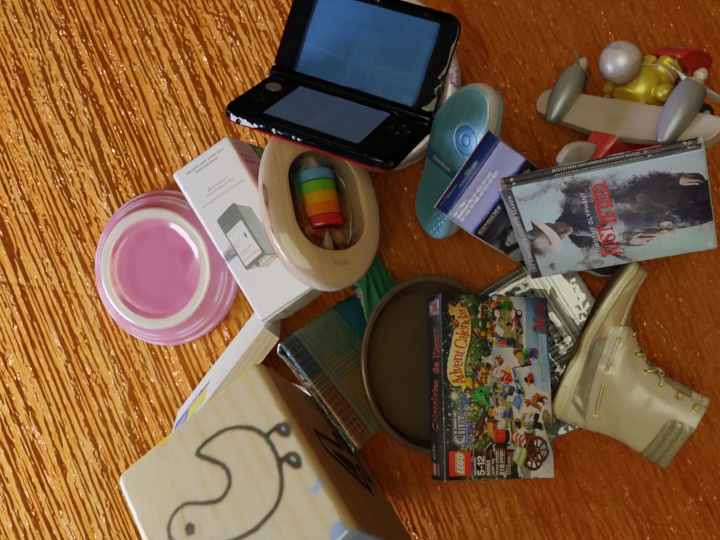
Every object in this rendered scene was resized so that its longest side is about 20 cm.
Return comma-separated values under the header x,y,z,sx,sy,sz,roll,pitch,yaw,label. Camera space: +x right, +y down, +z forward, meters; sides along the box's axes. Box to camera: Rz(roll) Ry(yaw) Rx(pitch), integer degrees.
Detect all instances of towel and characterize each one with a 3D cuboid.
x,y,z,sx,sy,sz,roll,pitch,yaw,label
0.208,0.103,1.060,0.191,0.035,0.201,-31,87,11,towel
-0.006,0.111,1.025,0.022,0.200,0.147,-40,85,29,towel

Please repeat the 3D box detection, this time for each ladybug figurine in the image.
x,y,z,sx,sy,sz,roll,pitch,yaw,label
-0.050,-0.070,0.970,0.134,0.072,0.202,-1,73,-26,ladybug figurine

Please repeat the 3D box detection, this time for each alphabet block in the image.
x,y,z,sx,sy,sz,roll,pitch,yaw,label
-0.086,0.250,0.890,0.195,0.197,0.200,-39,57,1,alphabet block

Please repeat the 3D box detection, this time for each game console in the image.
x,y,z,sx,sy,sz,roll,pitch,yaw,label
-0.018,-0.212,0.939,0.198,0.173,0.120,20,126,17,game console

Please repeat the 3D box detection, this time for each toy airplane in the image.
x,y,z,sx,sy,sz,roll,pitch,yaw,label
0.278,-0.172,0.950,0.198,0.200,0.142,-13,124,23,toy airplane

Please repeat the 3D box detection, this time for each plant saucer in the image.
x,y,z,sx,sy,sz,roll,pitch,yaw,label
-0.255,-0.003,1.142,0.198,0.051,0.203,0,92,12,plant saucer
0.080,0.107,1.010,0.198,0.029,0.203,5,80,-30,plant saucer

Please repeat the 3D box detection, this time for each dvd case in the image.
x,y,z,sx,sy,sz,roll,pitch,yaw,label
0.257,-0.058,0.916,0.198,0.147,0.022,-9,47,20,dvd case

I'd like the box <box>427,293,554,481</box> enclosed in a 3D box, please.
x,y,z,sx,sy,sz,roll,pitch,yaw,label
0.145,0.130,0.993,0.135,0.038,0.203,3,80,-20,box

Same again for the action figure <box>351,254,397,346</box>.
x,y,z,sx,sy,sz,roll,pitch,yaw,label
0.000,0.000,1.074,0.054,0.118,0.202,-32,77,23,action figure

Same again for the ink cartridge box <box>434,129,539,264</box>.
x,y,z,sx,sy,sz,roll,pitch,yaw,label
0.161,-0.074,0.980,0.039,0.199,0.100,41,101,32,ink cartridge box

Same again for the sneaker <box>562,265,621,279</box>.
x,y,z,sx,sy,sz,roll,pitch,yaw,label
0.297,-0.061,1.027,0.199,0.075,0.116,-33,118,-8,sneaker

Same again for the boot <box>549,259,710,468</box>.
x,y,z,sx,sy,sz,roll,pitch,yaw,label
0.314,0.103,0.984,0.153,0.072,0.202,25,105,13,boot

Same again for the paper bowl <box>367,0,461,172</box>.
x,y,z,sx,sy,sz,roll,pitch,yaw,label
0.021,-0.218,1.049,0.198,0.104,0.203,0,92,12,paper bowl

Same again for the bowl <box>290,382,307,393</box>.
x,y,z,sx,sy,sz,roll,pitch,yaw,label
-0.094,0.246,1.071,0.198,0.105,0.203,-9,64,19,bowl

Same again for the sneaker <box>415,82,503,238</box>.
x,y,z,sx,sy,sz,roll,pitch,yaw,label
0.142,-0.133,1.003,0.080,0.130,0.201,53,144,28,sneaker

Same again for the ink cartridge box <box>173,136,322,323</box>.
x,y,z,sx,sy,sz,roll,pitch,yaw,label
-0.117,-0.048,1.064,0.084,0.146,0.201,-32,87,10,ink cartridge box

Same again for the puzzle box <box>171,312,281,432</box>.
x,y,z,sx,sy,sz,roll,pitch,yaw,label
-0.165,0.131,1.088,0.025,0.133,0.201,36,100,-12,puzzle box
